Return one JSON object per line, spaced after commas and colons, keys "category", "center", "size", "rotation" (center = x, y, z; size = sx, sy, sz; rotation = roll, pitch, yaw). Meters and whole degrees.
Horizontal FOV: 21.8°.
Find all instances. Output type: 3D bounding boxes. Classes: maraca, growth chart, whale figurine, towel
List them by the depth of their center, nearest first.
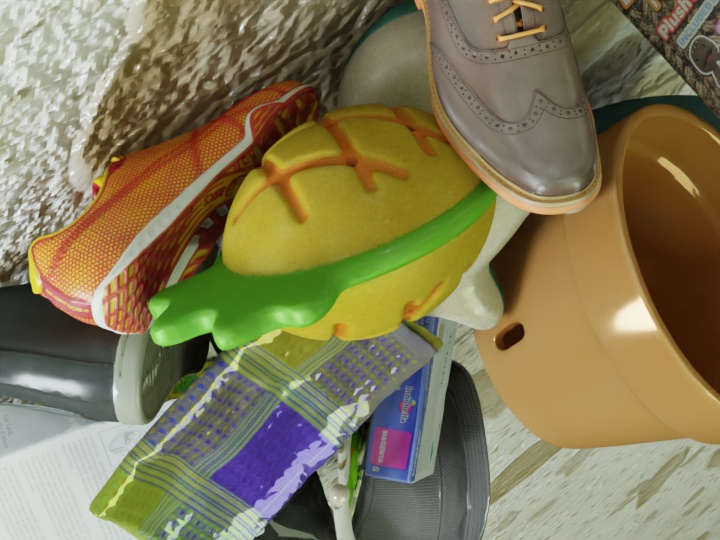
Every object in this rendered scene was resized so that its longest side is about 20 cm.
{"category": "maraca", "center": [-0.014, -0.014, 0.895], "size": [0.137, 0.108, 0.200], "rotation": [-3, -155, 46]}
{"category": "whale figurine", "center": [0.052, -0.063, 1.033], "size": [0.104, 0.158, 0.201], "rotation": [-76, 170, -51]}
{"category": "towel", "center": [-0.049, 0.083, 1.035], "size": [0.200, 0.023, 0.144], "rotation": [-44, 147, -2]}
{"category": "growth chart", "center": [0.003, 0.089, 1.275], "size": [0.145, 0.018, 0.201], "rotation": [75, 24, -71]}

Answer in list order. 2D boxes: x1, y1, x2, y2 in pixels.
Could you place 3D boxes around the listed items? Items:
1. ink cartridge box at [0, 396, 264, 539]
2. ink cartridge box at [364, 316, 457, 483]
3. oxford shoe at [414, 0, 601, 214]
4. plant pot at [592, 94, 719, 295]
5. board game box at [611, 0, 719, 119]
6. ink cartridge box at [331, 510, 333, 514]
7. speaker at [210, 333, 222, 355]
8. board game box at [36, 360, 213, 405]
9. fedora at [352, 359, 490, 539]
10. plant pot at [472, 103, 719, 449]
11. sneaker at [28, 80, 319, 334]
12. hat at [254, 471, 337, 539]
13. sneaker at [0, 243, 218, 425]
{"category": "ink cartridge box", "center": [-0.167, 0.128, 1.069], "size": [0.199, 0.057, 0.163], "rotation": [-23, 142, -10]}
{"category": "ink cartridge box", "center": [0.036, 0.085, 1.302], "size": [0.200, 0.042, 0.120], "rotation": [35, 64, -84]}
{"category": "oxford shoe", "center": [0.063, -0.118, 0.878], "size": [0.071, 0.201, 0.073], "rotation": [-15, 150, -11]}
{"category": "plant pot", "center": [0.165, -0.027, 1.273], "size": [0.134, 0.201, 0.201], "rotation": [6, 139, -21]}
{"category": "board game box", "center": [0.259, -0.160, 1.100], "size": [0.159, 0.200, 0.097], "rotation": [-19, 153, -41]}
{"category": "ink cartridge box", "center": [-0.052, 0.273, 1.426], "size": [0.162, 0.200, 0.057], "rotation": [-41, 169, 9]}
{"category": "speaker", "center": [0.000, 0.000, 1.158], "size": [0.199, 0.081, 0.081], "rotation": [-30, 157, -24]}
{"category": "board game box", "center": [-0.142, 0.115, 1.196], "size": [0.199, 0.048, 0.102], "rotation": [-11, 145, -52]}
{"category": "fedora", "center": [0.032, 0.164, 1.478], "size": [0.090, 0.178, 0.200], "rotation": [-2, 162, -13]}
{"category": "plant pot", "center": [0.160, 0.020, 1.114], "size": [0.140, 0.201, 0.200], "rotation": [-27, 170, 37]}
{"category": "sneaker", "center": [-0.090, -0.047, 0.948], "size": [0.200, 0.077, 0.073], "rotation": [-41, 145, -41]}
{"category": "hat", "center": [-0.066, 0.181, 1.315], "size": [0.200, 0.081, 0.201], "rotation": [-39, -176, 3]}
{"category": "sneaker", "center": [-0.141, 0.021, 1.001], "size": [0.200, 0.105, 0.075], "rotation": [-53, 150, -75]}
